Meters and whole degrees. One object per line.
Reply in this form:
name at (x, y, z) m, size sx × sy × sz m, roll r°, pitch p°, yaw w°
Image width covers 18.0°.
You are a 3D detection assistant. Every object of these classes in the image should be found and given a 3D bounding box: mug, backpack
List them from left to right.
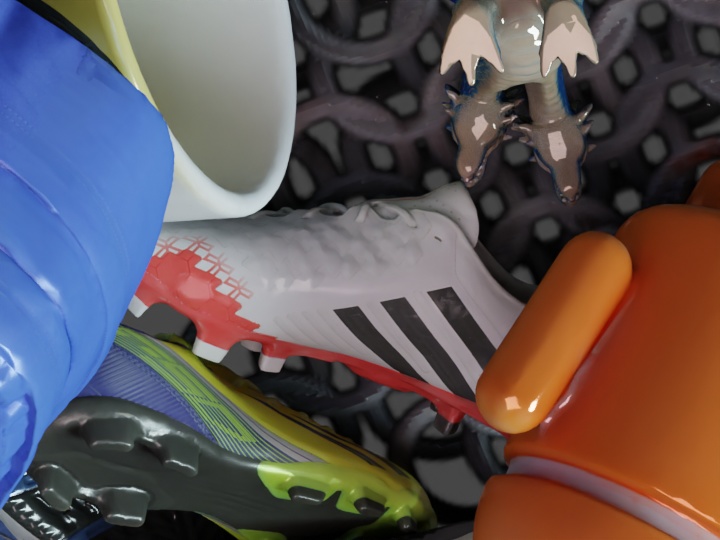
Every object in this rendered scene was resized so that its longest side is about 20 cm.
backpack at (-0.163, -0.008, 0.594) m, size 0.199 × 0.169 × 0.163 m, roll 28°, pitch 151°, yaw -10°
mug at (-0.125, -0.093, 0.725) m, size 0.152 × 0.150 × 0.188 m, roll -11°, pitch 124°, yaw 20°

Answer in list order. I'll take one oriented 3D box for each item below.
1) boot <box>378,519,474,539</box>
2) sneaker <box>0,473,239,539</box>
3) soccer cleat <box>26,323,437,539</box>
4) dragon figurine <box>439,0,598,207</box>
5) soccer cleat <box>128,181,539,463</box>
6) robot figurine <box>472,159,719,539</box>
boot at (0.020, 0.175, 0.793) m, size 0.202 × 0.155 × 0.074 m, roll -12°, pitch 153°, yaw -24°
sneaker at (-0.083, 0.107, 0.863) m, size 0.077 × 0.076 × 0.200 m, roll -8°, pitch 131°, yaw 51°
soccer cleat at (-0.045, 0.059, 0.812) m, size 0.065 × 0.084 × 0.199 m, roll -39°, pitch 138°, yaw 26°
dragon figurine at (0.046, -0.115, 0.743) m, size 0.058 × 0.099 × 0.202 m, roll -7°, pitch 100°, yaw -1°
soccer cleat at (0.000, 0.000, 0.801) m, size 0.199 × 0.069 × 0.086 m, roll 21°, pitch 102°, yaw -11°
robot figurine at (0.112, 0.060, 0.752) m, size 0.116 × 0.144 × 0.201 m, roll 23°, pitch 74°, yaw 24°
